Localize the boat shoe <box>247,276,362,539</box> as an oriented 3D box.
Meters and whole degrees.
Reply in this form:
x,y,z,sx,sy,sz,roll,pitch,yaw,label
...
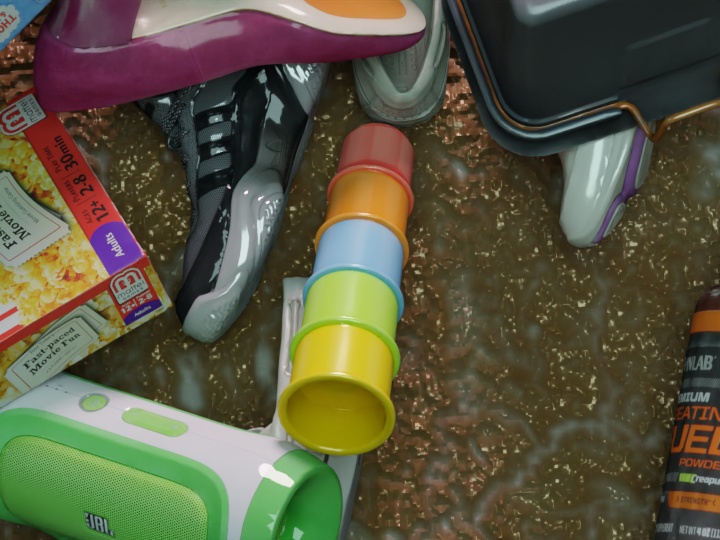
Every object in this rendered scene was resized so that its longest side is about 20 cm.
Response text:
x,y,z,sx,sy,sz,roll,pitch,yaw,label
-0.034,0.100,1.540,0.065,0.072,0.202,10,81,4,boat shoe

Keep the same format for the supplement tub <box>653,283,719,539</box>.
x,y,z,sx,sy,sz,roll,pitch,yaw,label
0.218,0.075,1.532,0.106,0.107,0.202,11,81,0,supplement tub

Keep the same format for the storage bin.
x,y,z,sx,sy,sz,roll,pitch,yaw,label
0.144,-0.150,1.480,0.199,0.134,0.146,-19,73,0,storage bin

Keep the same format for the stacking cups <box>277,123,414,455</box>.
x,y,z,sx,sy,sz,roll,pitch,yaw,label
0.000,0.000,1.510,0.060,0.061,0.201,10,48,0,stacking cups

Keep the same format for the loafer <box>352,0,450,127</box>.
x,y,z,sx,sy,sz,roll,pitch,yaw,label
0.018,-0.179,1.579,0.069,0.070,0.202,-8,82,-2,loafer

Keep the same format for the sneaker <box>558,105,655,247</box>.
x,y,z,sx,sy,sz,roll,pitch,yaw,label
0.114,-0.110,1.580,0.099,0.075,0.202,5,74,7,sneaker

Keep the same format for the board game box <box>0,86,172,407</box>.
x,y,z,sx,sy,sz,roll,pitch,yaw,label
-0.218,0.010,1.521,0.199,0.046,0.152,-32,49,-6,board game box

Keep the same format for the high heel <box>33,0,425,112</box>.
x,y,z,sx,sy,sz,roll,pitch,yaw,label
-0.069,-0.113,1.519,0.199,0.096,0.068,1,44,-21,high heel

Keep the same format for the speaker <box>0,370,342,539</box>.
x,y,z,sx,sy,sz,roll,pitch,yaw,label
-0.111,0.108,1.495,0.199,0.088,0.089,16,81,27,speaker

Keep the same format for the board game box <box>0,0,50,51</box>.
x,y,z,sx,sy,sz,roll,pitch,yaw,label
-0.220,-0.126,1.499,0.037,0.151,0.200,40,104,-23,board game box

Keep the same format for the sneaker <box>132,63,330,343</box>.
x,y,z,sx,sy,sz,roll,pitch,yaw,label
-0.089,-0.066,1.562,0.113,0.076,0.201,18,76,2,sneaker
